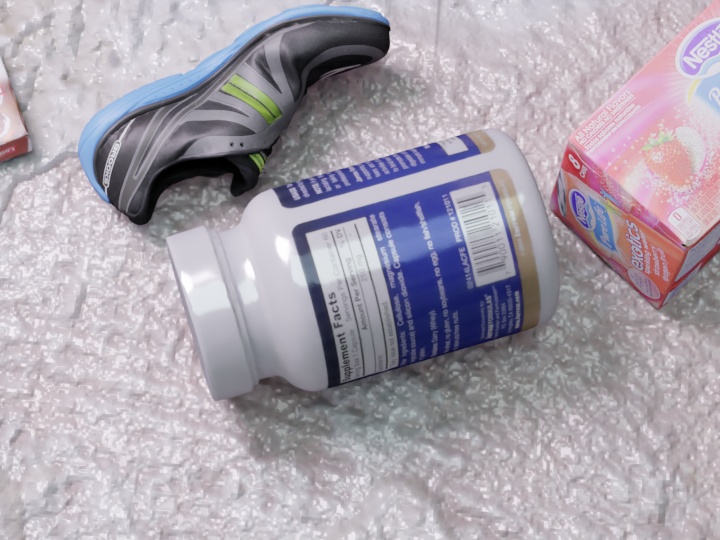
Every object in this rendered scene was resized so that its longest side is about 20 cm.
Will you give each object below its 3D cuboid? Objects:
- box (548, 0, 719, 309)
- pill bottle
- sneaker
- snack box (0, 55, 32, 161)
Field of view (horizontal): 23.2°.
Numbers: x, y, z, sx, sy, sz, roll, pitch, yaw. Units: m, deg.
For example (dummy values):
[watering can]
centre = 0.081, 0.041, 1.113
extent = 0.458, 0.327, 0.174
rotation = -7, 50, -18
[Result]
[box]
centre = 0.213, -0.088, 1.017
extent = 0.200, 0.103, 0.095
rotation = -43, 76, -14
[pill bottle]
centre = 0.000, 0.000, 0.971
extent = 0.199, 0.116, 0.116
rotation = -15, 70, -7
[sneaker]
centre = -0.067, -0.091, 1.034
extent = 0.199, 0.071, 0.083
rotation = -30, 78, -7
[snack box]
centre = -0.300, -0.072, 1.041
extent = 0.199, 0.024, 0.072
rotation = -20, 70, -8
